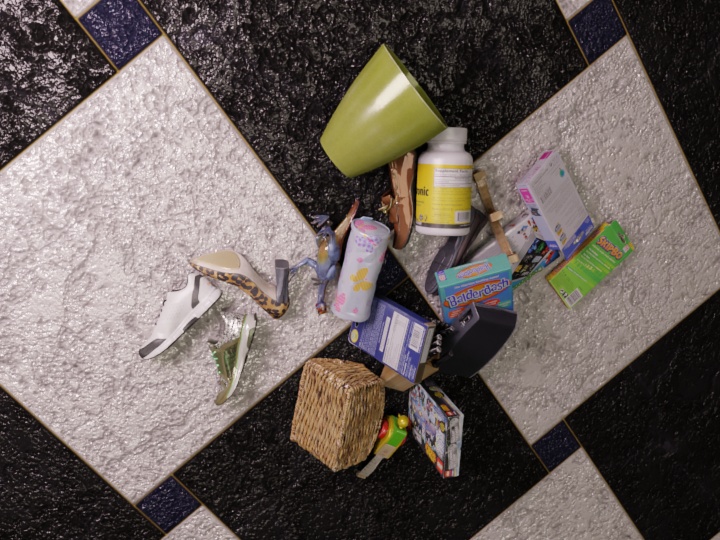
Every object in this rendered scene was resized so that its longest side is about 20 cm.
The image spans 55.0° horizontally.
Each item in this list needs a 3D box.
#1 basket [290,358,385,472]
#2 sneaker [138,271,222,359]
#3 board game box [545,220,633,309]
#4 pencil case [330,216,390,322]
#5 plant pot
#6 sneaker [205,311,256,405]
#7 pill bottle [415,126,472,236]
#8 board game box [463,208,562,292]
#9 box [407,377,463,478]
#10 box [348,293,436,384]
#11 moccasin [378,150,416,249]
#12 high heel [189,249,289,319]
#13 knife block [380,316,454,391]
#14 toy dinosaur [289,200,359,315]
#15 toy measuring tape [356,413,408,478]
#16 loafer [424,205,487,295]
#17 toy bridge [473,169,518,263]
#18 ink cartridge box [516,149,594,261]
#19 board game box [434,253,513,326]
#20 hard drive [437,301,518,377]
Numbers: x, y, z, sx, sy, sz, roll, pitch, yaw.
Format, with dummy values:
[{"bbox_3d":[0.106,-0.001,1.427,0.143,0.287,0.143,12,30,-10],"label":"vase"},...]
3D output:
[{"bbox_3d":[-0.043,0.295,1.479,0.141,0.147,0.205,-7,113,-47],"label":"basket"},{"bbox_3d":[-0.359,0.087,1.333,0.200,0.074,0.080,-45,98,-2],"label":"sneaker"},{"bbox_3d":[0.513,-0.016,1.544,0.199,0.030,0.096,-42,113,4],"label":"board game box"},{"bbox_3d":[0.000,0.000,1.363,0.081,0.091,0.204,11,115,-7],"label":"pencil case"},{"bbox_3d":[0.028,-0.270,1.269,0.199,0.188,0.187,-39,113,16],"label":"plant pot"},{"bbox_3d":[-0.270,0.168,1.383,0.087,0.077,0.204,18,97,-6],"label":"sneaker"},{"bbox_3d":[0.164,-0.174,1.351,0.108,0.111,0.206,0,99,-14],"label":"pill bottle"},{"bbox_3d":[0.324,-0.026,1.486,0.198,0.035,0.127,-36,112,-1],"label":"board game box"},{"bbox_3d":[0.154,0.321,1.464,0.039,0.200,0.141,-4,108,-18],"label":"box"},{"bbox_3d":[0.060,0.127,1.397,0.032,0.198,0.124,-2,112,-45],"label":"box"},{"bbox_3d":[0.070,-0.143,1.363,0.076,0.074,0.206,-1,111,-4],"label":"moccasin"},{"bbox_3d":[-0.235,0.037,1.353,0.195,0.072,0.145,6,129,-2],"label":"high heel"},{"bbox_3d":[0.121,0.187,1.425,0.063,0.176,0.204,17,103,-19],"label":"knife block"},{"bbox_3d":[-0.058,-0.009,1.367,0.197,0.105,0.184,-24,131,-17],"label":"toy dinosaur"},{"bbox_3d":[0.048,0.382,1.543,0.072,0.074,0.201,23,123,-20],"label":"toy measuring tape"},{"bbox_3d":[0.202,-0.034,1.435,0.062,0.072,0.204,22,98,-24],"label":"loafer"},{"bbox_3d":[0.275,-0.112,1.424,0.027,0.067,0.204,-21,91,5],"label":"toy bridge"},{"bbox_3d":[0.411,-0.134,1.451,0.119,0.042,0.202,-45,113,-24],"label":"ink cartridge box"},{"bbox_3d":[0.240,0.066,1.434,0.148,0.046,0.202,-15,135,2],"label":"board game box"},{"bbox_3d":[0.235,0.153,1.456,0.132,0.043,0.201,12,132,-25],"label":"hard drive"}]
